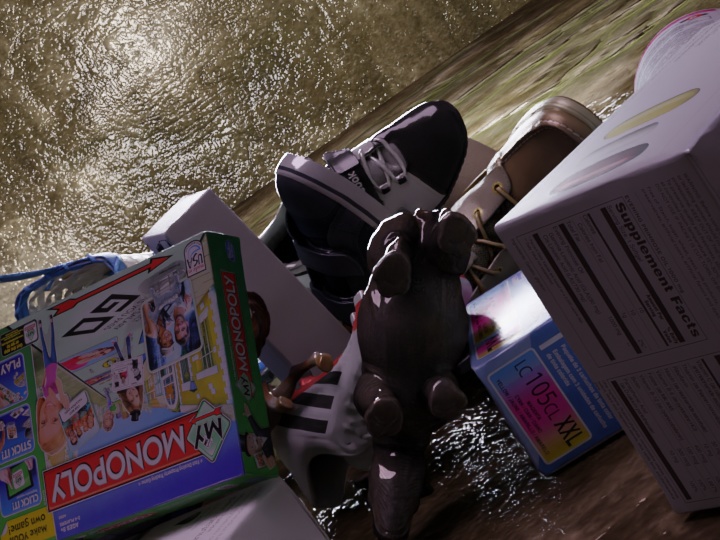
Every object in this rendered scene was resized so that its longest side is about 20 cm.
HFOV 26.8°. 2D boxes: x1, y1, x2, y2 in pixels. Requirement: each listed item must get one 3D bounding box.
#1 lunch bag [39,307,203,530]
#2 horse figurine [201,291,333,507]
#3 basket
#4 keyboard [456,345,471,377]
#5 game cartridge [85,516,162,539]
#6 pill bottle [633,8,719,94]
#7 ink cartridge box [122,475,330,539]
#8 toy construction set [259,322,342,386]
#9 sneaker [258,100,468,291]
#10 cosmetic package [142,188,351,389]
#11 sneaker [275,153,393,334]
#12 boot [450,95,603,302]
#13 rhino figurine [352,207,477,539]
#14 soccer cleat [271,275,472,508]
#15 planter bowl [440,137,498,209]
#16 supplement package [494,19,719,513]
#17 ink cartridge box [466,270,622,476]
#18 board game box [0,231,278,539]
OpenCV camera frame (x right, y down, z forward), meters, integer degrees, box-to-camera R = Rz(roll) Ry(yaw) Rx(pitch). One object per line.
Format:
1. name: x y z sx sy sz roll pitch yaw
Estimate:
1. lunch bag: -0.164 0.117 1.007 0.132 0.200 0.136 6 -12 -27
2. horse figurine: -0.069 0.118 0.912 0.050 0.200 0.133 12 -18 -32
3. basket: -0.220 0.074 1.251 0.139 0.176 0.200 -25 -3 27
4. keyboard: 0.109 0.032 1.031 0.104 0.040 0.200 -45 3 8
5. game cartridge: -0.192 0.112 0.921 0.200 0.133 0.040 -19 -22 35
6. pill bottle: 0.241 -0.105 0.993 0.113 0.113 0.200 -32 10 15
7. ink cartridge box: -0.119 0.204 0.798 0.200 0.085 0.146 -29 11 38
8. toy construction set: -0.077 0.081 1.207 0.131 0.092 0.200 -22 33 58
9. sneaker: -0.006 -0.052 1.124 0.200 0.074 0.089 -44 -23 20
10. cosmetic package: -0.065 0.031 1.081 0.051 0.200 0.083 -46 12 -13
11. sneaker: 0.000 0.000 1.064 0.078 0.200 0.079 20 73 51
12. boot: 0.076 -0.013 0.970 0.155 0.072 0.200 -45 -6 -34
13. rhino figurine: 0.025 0.061 0.802 0.060 0.200 0.087 5 10 -4
14. soccer cleat: 0.011 0.072 0.905 0.069 0.085 0.200 -1 -32 -40
15. planter bowl: 0.051 -0.038 1.233 0.200 0.135 0.200 -34 11 7
16. supplement package: 0.185 -0.021 0.660 0.111 0.156 0.200 -22 16 49
17. ink cartridge box: 0.160 0.012 0.829 0.200 0.076 0.136 -32 10 8
18. board game box: -0.137 0.074 0.842 0.200 0.135 0.029 -24 -22 34
